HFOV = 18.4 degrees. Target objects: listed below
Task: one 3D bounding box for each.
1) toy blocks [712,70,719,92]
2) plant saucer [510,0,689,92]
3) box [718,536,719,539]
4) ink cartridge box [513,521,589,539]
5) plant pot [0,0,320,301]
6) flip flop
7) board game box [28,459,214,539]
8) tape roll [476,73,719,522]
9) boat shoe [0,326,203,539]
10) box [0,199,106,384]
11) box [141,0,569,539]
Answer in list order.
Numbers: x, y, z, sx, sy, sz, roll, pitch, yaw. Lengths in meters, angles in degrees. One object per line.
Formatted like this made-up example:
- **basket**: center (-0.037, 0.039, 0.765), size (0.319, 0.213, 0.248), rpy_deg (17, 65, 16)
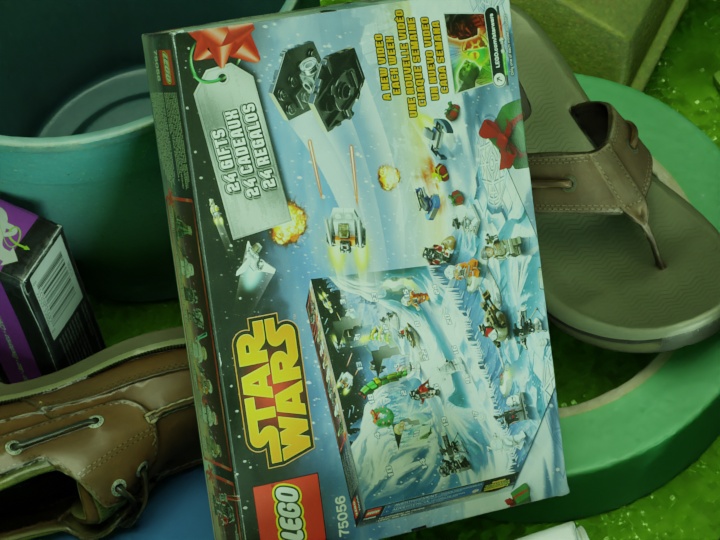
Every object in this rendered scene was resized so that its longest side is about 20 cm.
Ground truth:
- **toy blocks**: center (0.246, -0.162, 0.986), size (0.199, 0.137, 0.100), rpy_deg (-24, 61, -7)
- **plant saucer**: center (0.096, -0.205, 1.032), size (0.199, 0.048, 0.201), rpy_deg (34, 112, 23)
- **box**: center (0.235, 0.126, 0.838), size (0.200, 0.121, 0.032), rpy_deg (31, 33, 22)
- **ink cartridge box**: center (0.000, 0.181, 0.814), size (0.199, 0.148, 0.086), rpy_deg (-16, 62, -2)
- **plant pot**: center (-0.104, -0.089, 0.955), size (0.199, 0.188, 0.201), rpy_deg (-3, 61, 5)
- **flip flop**: center (0.086, -0.047, 0.930), size (0.081, 0.058, 0.200), rpy_deg (-26, 61, -9)
- **board game box**: center (-0.085, 0.135, 0.885), size (0.199, 0.039, 0.158), rpy_deg (-18, 27, -4)
- **tape roll**: center (0.074, 0.008, 0.961), size (0.199, 0.048, 0.201), rpy_deg (-2, 60, 4)
- **boat shoe**: center (-0.109, 0.077, 0.901), size (0.199, 0.072, 0.068), rpy_deg (-14, 52, -8)
- **box**: center (-0.202, -0.007, 0.946), size (0.199, 0.143, 0.036), rpy_deg (22, 63, 18)
- **box**: center (0.000, 0.000, 0.838), size (0.136, 0.040, 0.201), rpy_deg (-10, 98, -23)
